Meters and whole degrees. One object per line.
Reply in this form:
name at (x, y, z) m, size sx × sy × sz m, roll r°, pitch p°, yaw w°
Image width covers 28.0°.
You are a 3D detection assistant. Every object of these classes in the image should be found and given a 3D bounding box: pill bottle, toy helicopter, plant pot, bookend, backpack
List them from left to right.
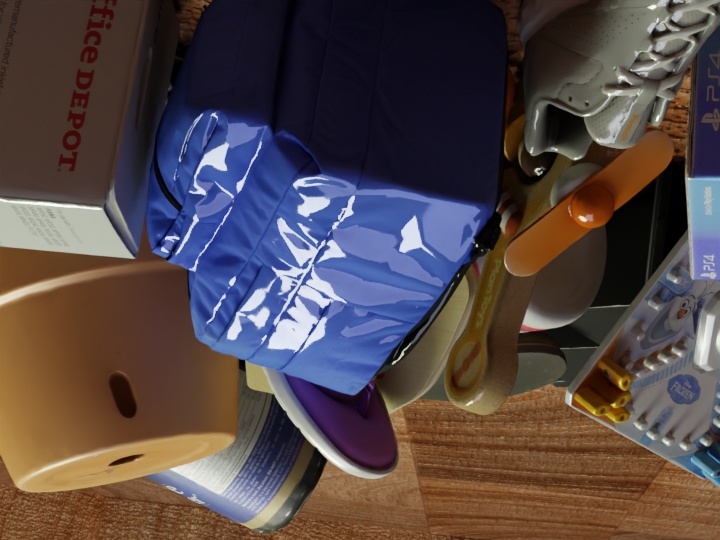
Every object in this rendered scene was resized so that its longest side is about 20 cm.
plant pot at (-0.157, 0.053, 0.897) m, size 0.200 × 0.140 × 0.200 m, roll -14°, pitch 166°, yaw -4°
pill bottle at (-0.128, 0.105, 1.067) m, size 0.200 × 0.112 × 0.112 m, roll 30°, pitch 156°, yaw -18°
backpack at (-0.024, -0.046, 0.747) m, size 0.168 × 0.163 × 0.200 m, roll 19°, pitch 142°, yaw -6°
pill bottle at (0.049, -0.011, 0.952) m, size 0.120 × 0.120 × 0.200 m, roll 22°, pitch 158°, yaw -39°
toy helicopter at (0.093, -0.019, 0.772) m, size 0.079 × 0.200 × 0.132 m, roll 18°, pitch 178°, yaw -29°
bookend at (0.177, 0.012, 1.025) m, size 0.200 × 0.092 × 0.199 m, roll -6°, pitch 157°, yaw 41°

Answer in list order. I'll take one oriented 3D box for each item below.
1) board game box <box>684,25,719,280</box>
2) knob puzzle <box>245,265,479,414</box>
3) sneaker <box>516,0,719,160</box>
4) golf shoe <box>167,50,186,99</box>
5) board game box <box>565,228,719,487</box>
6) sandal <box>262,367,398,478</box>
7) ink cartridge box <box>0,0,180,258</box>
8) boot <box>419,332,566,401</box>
board game box at (0.271, -0.060, 0.739) m, size 0.200 × 0.097 × 0.159 m, roll 2°, pitch 162°, yaw 15°
knob puzzle at (0.000, 0.000, 0.896) m, size 0.030 × 0.220 × 0.220 m, roll -14°, pitch -178°, yaw -44°
sneaker at (0.135, -0.106, 0.655) m, size 0.076 × 0.092 × 0.200 m, roll 12°, pitch 162°, yaw -17°
golf shoe at (-0.128, -0.100, 0.860) m, size 0.200 × 0.078 × 0.097 m, roll -2°, pitch 142°, yaw 16°
board game box at (0.244, 0.037, 0.921) m, size 0.200 × 0.200 × 0.026 m, roll 30°, pitch -171°, yaw -46°
sandal at (-0.027, 0.027, 0.853) m, size 0.050 × 0.203 × 0.082 m, roll -36°, pitch 164°, yaw 36°
ink cartridge box at (-0.205, -0.092, 0.745) m, size 0.200 × 0.146 × 0.083 m, roll 6°, pitch 160°, yaw 5°
boot at (0.050, 0.053, 1.028) m, size 0.200 × 0.076 × 0.074 m, roll -6°, pitch 145°, yaw 25°
